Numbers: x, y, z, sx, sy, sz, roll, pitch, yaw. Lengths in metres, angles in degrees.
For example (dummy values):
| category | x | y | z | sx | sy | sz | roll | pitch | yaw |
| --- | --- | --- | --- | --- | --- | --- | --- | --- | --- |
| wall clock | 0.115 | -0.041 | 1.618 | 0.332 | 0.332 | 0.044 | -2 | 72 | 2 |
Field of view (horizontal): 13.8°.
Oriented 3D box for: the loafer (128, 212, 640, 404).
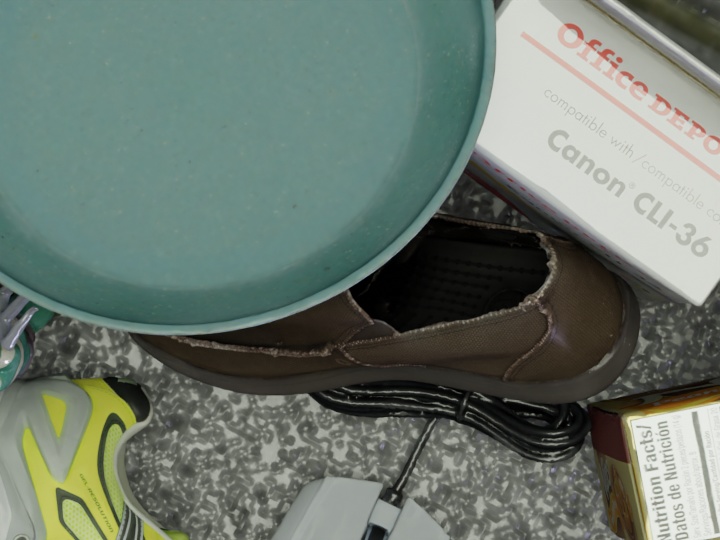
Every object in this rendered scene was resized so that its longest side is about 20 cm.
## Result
| category | x | y | z | sx | sy | sz | roll | pitch | yaw |
| --- | --- | --- | --- | --- | --- | --- | --- | --- | --- |
| loafer | 0.000 | 0.000 | 1.075 | 0.200 | 0.071 | 0.073 | 1 | 61 | 22 |

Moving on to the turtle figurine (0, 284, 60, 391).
| category | x | y | z | sx | sy | sz | roll | pitch | yaw |
| --- | --- | --- | --- | --- | --- | --- | --- | --- | --- |
| turtle figurine | -0.140 | -0.014 | 1.085 | 0.200 | 0.101 | 0.150 | -16 | 62 | 13 |

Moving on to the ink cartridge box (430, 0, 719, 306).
| category | x | y | z | sx | sy | sz | roll | pitch | yaw |
| --- | --- | --- | --- | --- | --- | --- | --- | --- | --- |
| ink cartridge box | 0.084 | -0.046 | 1.042 | 0.116 | 0.200 | 0.068 | 35 | 89 | -1 |

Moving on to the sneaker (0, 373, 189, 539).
| category | x | y | z | sx | sy | sz | roll | pitch | yaw |
| --- | --- | --- | --- | --- | --- | --- | --- | --- | --- |
| sneaker | -0.094 | 0.134 | 1.099 | 0.076 | 0.075 | 0.200 | -14 | 91 | -1 |

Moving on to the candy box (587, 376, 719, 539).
| category | x | y | z | sx | sy | sz | roll | pitch | yaw |
| --- | --- | --- | --- | --- | --- | --- | --- | --- | --- |
| candy box | 0.190 | 0.056 | 1.086 | 0.200 | 0.115 | 0.055 | -12 | 89 | -2 |

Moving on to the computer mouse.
| category | x | y | z | sx | sy | sz | roll | pitch | yaw |
| --- | --- | --- | --- | --- | --- | --- | --- | --- | --- |
| computer mouse | -0.001 | 0.119 | 1.117 | 0.110 | 0.044 | 0.200 | 24 | 89 | -2 |

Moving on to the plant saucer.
| category | x | y | z | sx | sy | sz | roll | pitch | yaw |
| --- | --- | --- | --- | --- | --- | --- | --- | --- | --- |
| plant saucer | -0.055 | -0.068 | 0.974 | 0.200 | 0.036 | 0.200 | -1 | 69 | 2 |

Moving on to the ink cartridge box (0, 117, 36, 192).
| category | x | y | z | sx | sy | sz | roll | pitch | yaw |
| --- | --- | --- | --- | --- | --- | --- | --- | --- | --- |
| ink cartridge box | -0.226 | -0.044 | 1.062 | 0.200 | 0.047 | 0.198 | -36 | 59 | 10 |
